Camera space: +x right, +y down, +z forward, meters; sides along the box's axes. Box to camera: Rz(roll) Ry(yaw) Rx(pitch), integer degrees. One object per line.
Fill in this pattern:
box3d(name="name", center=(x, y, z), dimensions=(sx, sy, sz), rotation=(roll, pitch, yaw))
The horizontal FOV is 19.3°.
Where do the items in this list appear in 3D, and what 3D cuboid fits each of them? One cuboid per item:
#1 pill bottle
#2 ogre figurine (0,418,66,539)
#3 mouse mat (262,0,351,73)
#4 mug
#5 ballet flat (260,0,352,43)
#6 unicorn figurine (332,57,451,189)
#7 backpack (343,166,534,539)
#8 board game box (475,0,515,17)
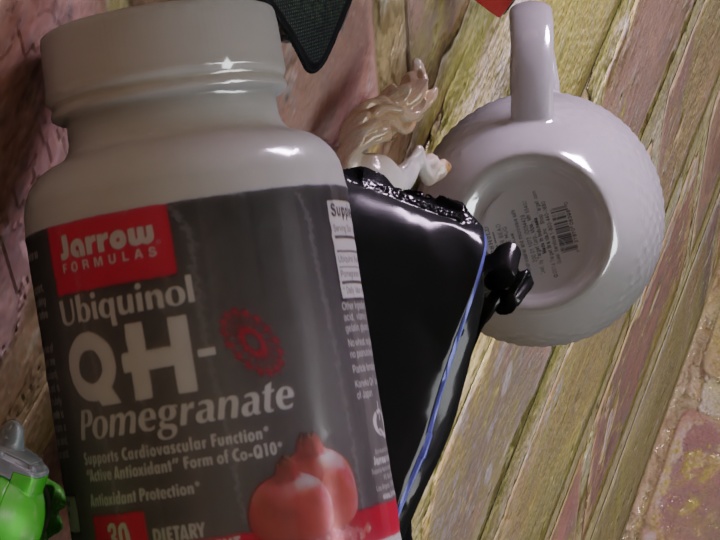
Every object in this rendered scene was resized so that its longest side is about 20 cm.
box3d(name="pill bottle", center=(-0.053, 0.014, 0.716), dimensions=(0.111, 0.111, 0.200), rotation=(0, 80, -75))
box3d(name="ogre figurine", center=(-0.134, 0.130, 0.666), dimensions=(0.200, 0.098, 0.120), rotation=(-49, 166, -34))
box3d(name="mouse mat", center=(-0.024, -0.192, 0.809), dimensions=(0.200, 0.008, 0.161), rotation=(56, 48, -53))
box3d(name="mug", center=(0.101, -0.054, 1.214), dimensions=(0.175, 0.147, 0.200), rotation=(-40, 128, -82))
box3d(name="ballet flat", center=(-0.012, -0.184, 0.900), dimensions=(0.067, 0.046, 0.200), rotation=(48, 53, -55))
box3d(name="unicorn figurine", center=(0.000, 0.000, 1.100), dimensions=(0.137, 0.074, 0.200), rotation=(-47, 133, -60))
box3d(name="backpack", center=(-0.033, 0.054, 0.878), dimensions=(0.200, 0.134, 0.183), rotation=(153, -43, -77))
box3d(name="board game box", center=(0.135, -0.256, 1.240), dimensions=(0.153, 0.040, 0.200), rotation=(-52, -176, 42))
